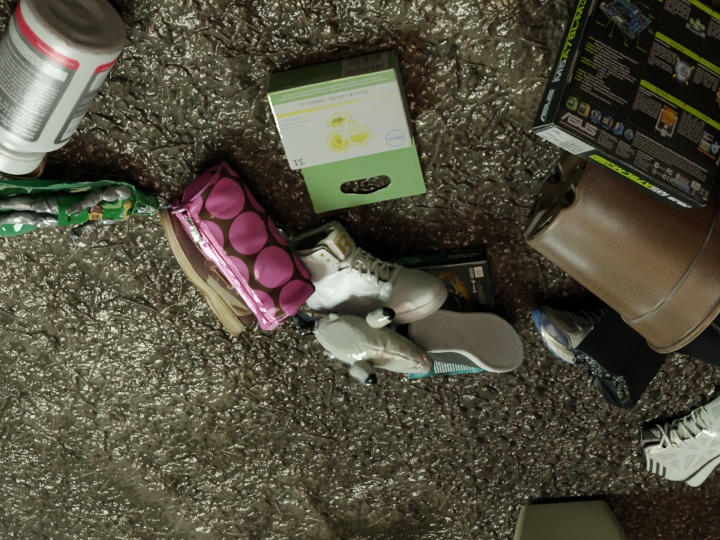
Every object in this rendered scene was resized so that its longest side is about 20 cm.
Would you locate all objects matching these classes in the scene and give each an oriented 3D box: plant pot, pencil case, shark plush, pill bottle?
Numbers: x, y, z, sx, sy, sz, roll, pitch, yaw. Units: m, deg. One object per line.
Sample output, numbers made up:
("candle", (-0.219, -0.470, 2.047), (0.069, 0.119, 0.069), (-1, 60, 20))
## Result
("plant pot", (0.299, -0.045, 1.237), (0.196, 0.201, 0.201), (30, 128, -7))
("pencil case", (-0.137, -0.023, 1.306), (0.090, 0.094, 0.201), (-28, 111, 29))
("plant pot", (0.322, 0.469, 1.714), (0.196, 0.179, 0.202), (-5, 133, 6))
("shark plush", (-0.009, 0.093, 1.354), (0.198, 0.093, 0.083), (0, 171, 39))
("pill bottle", (-0.334, -0.196, 1.167), (0.110, 0.112, 0.200), (26, 128, -22))

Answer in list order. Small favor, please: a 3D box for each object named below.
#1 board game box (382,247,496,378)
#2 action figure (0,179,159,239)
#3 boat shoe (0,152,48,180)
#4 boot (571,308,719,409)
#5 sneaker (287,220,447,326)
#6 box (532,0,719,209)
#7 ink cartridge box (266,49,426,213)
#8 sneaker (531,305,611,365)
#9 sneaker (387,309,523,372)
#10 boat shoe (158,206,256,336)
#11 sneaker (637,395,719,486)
("board game box", (0.110, 0.059, 1.450), (0.133, 0.028, 0.202), (-6, 132, 10))
("action figure", (-0.333, -0.073, 1.301), (0.197, 0.056, 0.118), (-7, 156, -16))
("boat shoe", (-0.451, -0.141, 1.245), (0.197, 0.075, 0.076), (20, 131, -16))
("boot", (0.366, 0.105, 1.387), (0.200, 0.076, 0.169), (41, 78, -20))
("sneaker", (0.000, 0.000, 1.341), (0.197, 0.074, 0.116), (1, 135, 30))
("box", (0.288, -0.189, 1.122), (0.198, 0.196, 0.047), (23, 168, -20))
("ink cartridge box", (-0.010, -0.140, 1.258), (0.143, 0.048, 0.202), (-9, 130, 9))
("sneaker", (0.306, 0.078, 1.446), (0.198, 0.078, 0.085), (24, 120, -29))
("sneaker", (0.113, 0.089, 1.420), (0.198, 0.072, 0.099), (14, 165, -35))
("boat shoe", (-0.177, -0.010, 1.376), (0.071, 0.072, 0.201), (-31, 122, -2))
("sneaker", (0.459, 0.233, 1.573), (0.113, 0.076, 0.202), (10, 135, -10))
